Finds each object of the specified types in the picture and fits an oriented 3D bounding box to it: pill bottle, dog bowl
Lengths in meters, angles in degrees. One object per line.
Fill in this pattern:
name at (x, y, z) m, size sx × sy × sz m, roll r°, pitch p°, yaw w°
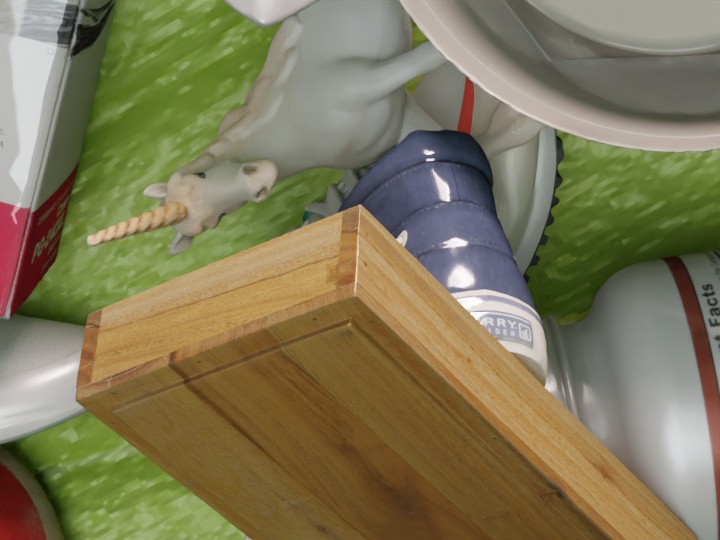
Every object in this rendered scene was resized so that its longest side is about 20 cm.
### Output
pill bottle at (0.147, 0.046, 0.791) m, size 0.200 × 0.112 × 0.112 m, roll -9°, pitch 105°, yaw 0°
dog bowl at (0.094, -0.138, 0.669) m, size 0.200 × 0.059 × 0.200 m, roll 10°, pitch 111°, yaw 27°

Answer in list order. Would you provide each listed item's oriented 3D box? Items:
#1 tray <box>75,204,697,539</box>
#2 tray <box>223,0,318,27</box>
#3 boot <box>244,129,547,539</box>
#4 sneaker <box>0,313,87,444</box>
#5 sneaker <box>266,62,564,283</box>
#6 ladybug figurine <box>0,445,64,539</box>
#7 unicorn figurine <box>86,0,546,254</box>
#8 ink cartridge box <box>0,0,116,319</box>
tray at (0.014, 0.064, 0.697) m, size 0.099 × 0.037 × 0.200 m, roll -21°, pitch 136°, yaw 28°
tray at (-0.058, -0.167, 0.748) m, size 0.200 × 0.107 × 0.022 m, roll 44°, pitch 146°, yaw 20°
boot at (0.007, 0.043, 0.780) m, size 0.073 × 0.090 × 0.200 m, roll 8°, pitch 142°, yaw -22°
sneaker at (-0.187, 0.024, 0.875) m, size 0.200 × 0.070 × 0.080 m, roll 1°, pitch 104°, yaw 9°
sneaker at (0.000, 0.000, 0.820) m, size 0.093 × 0.070 × 0.200 m, roll 9°, pitch 115°, yaw -33°
ladybug figurine at (-0.190, 0.153, 0.911) m, size 0.136 × 0.072 × 0.200 m, roll 21°, pitch 108°, yaw 2°
unicorn figurine at (-0.001, -0.080, 0.783) m, size 0.137 × 0.200 × 0.074 m, roll -9°, pitch 142°, yaw 22°
ink cartridge box at (-0.165, -0.103, 0.826) m, size 0.145 × 0.083 × 0.200 m, roll 17°, pitch 108°, yaw 3°
